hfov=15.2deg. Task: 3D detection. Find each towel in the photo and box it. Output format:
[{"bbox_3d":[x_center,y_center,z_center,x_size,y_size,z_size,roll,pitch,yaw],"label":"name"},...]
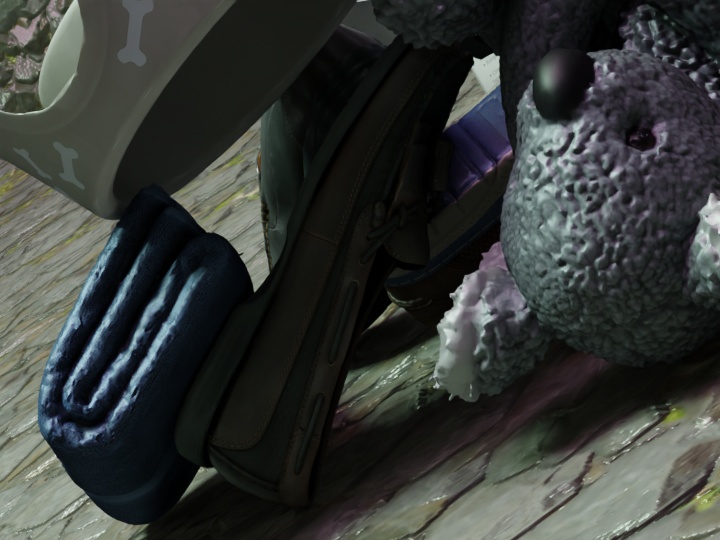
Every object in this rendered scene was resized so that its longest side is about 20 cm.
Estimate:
[{"bbox_3d":[-0.086,0.042,1.105,0.112,0.048,0.200,-60,-8,-11],"label":"towel"}]

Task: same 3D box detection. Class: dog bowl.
[{"bbox_3d":[-0.059,-0.102,1.036,0.200,0.059,0.200,-46,-9,-9],"label":"dog bowl"}]

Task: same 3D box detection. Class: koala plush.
[{"bbox_3d":[0.105,-0.043,0.979,0.176,0.184,0.201,-15,40,24],"label":"koala plush"}]

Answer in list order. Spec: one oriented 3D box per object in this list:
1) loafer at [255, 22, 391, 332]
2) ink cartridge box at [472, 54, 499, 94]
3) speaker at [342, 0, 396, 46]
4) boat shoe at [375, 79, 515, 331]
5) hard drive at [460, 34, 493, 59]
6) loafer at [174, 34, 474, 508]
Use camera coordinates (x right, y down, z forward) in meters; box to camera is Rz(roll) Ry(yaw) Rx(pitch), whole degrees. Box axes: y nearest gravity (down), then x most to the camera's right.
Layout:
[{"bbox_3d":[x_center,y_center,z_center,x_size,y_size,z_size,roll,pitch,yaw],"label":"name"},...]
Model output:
[{"bbox_3d":[-0.013,-0.038,1.199,0.073,0.072,0.201,-28,-30,-29],"label":"loafer"},{"bbox_3d":[0.115,-0.177,1.280,0.200,0.177,0.045,-40,-19,31],"label":"ink cartridge box"},{"bbox_3d":[0.001,-0.088,1.263,0.081,0.081,0.201,-38,-31,-23],"label":"speaker"},{"bbox_3d":[0.090,-0.050,1.143,0.199,0.072,0.072,-35,35,4],"label":"boat shoe"},{"bbox_3d":[0.112,-0.185,1.162,0.200,0.033,0.140,-25,47,53],"label":"hard drive"},{"bbox_3d":[0.000,0.000,1.074,0.201,0.063,0.072,-61,-17,3],"label":"loafer"}]
